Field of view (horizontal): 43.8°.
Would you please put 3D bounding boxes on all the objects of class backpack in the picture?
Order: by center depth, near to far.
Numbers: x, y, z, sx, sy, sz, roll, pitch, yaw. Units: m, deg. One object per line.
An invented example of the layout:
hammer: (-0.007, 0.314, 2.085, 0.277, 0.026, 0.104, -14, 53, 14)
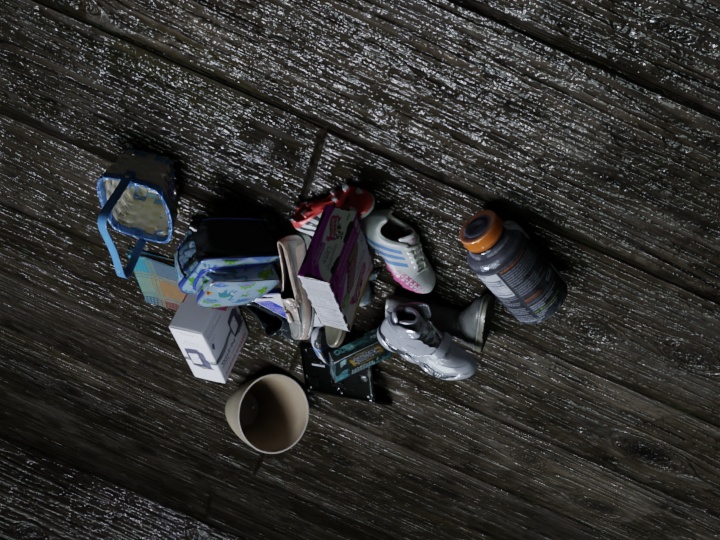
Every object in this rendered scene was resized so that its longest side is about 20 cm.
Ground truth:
backpack: (-0.254, -0.010, 1.680, 0.182, 0.148, 0.200, -5, 165, -30)

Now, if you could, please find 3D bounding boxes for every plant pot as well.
plant pot: (-0.256, 0.347, 2.215, 0.187, 0.188, 0.200, 39, 158, -23)

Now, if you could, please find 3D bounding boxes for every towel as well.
towel: (-0.435, 0.031, 1.995, 0.146, 0.022, 0.200, 15, 146, 12)

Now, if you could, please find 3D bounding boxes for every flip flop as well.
flip flop: (-0.067, 0.044, 1.661, 0.057, 0.201, 0.081, -9, -175, -26)

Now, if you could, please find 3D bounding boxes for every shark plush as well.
shark plush: (0.000, 0.000, 1.690, 0.083, 0.091, 0.201, 2, 134, -14)

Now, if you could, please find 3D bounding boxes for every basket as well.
basket: (-0.408, -0.109, 1.617, 0.138, 0.201, 0.177, 16, 147, 10)

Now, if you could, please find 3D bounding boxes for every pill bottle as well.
pill bottle: (0.245, -0.010, 1.462, 0.106, 0.107, 0.200, -14, 132, 42)

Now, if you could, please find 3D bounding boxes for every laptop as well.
laptop: (-0.031, 0.241, 2.063, 0.176, 0.103, 0.201, 5, 117, 23)

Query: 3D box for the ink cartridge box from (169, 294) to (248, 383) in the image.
ink cartridge box: (-0.326, 0.130, 1.957, 0.084, 0.145, 0.200, 11, 145, 17)

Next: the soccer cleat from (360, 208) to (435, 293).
soccer cleat: (0.079, -0.031, 1.562, 0.086, 0.070, 0.200, -17, 130, 44)

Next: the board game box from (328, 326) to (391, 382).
board game box: (0.002, 0.168, 1.799, 0.028, 0.135, 0.200, 63, 171, 15)

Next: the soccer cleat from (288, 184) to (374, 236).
soccer cleat: (-0.038, -0.095, 1.552, 0.199, 0.069, 0.085, -10, 144, 44)

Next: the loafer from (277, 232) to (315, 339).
loafer: (-0.125, 0.032, 1.635, 0.072, 0.063, 0.201, 18, 112, 51)

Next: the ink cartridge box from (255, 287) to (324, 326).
ink cartridge box: (-0.138, 0.069, 1.809, 0.094, 0.037, 0.200, -4, 159, 34)

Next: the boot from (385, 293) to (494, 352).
boot: (0.146, 0.079, 1.692, 0.199, 0.073, 0.182, 22, 145, 14)

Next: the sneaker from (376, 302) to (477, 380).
sneaker: (0.125, 0.128, 1.639, 0.199, 0.075, 0.115, 25, 151, 10)

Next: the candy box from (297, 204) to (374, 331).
candy box: (-0.037, 0.000, 1.507, 0.061, 0.137, 0.200, 14, 158, 15)

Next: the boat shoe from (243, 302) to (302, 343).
boat shoe: (-0.186, 0.106, 1.913, 0.074, 0.066, 0.200, -1, 140, 30)

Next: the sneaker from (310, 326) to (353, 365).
sneaker: (-0.074, 0.154, 1.869, 0.077, 0.076, 0.200, 22, 170, 18)
